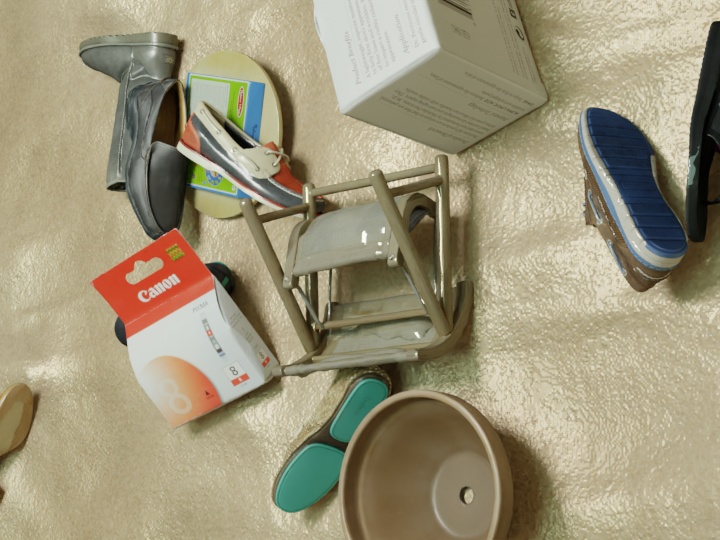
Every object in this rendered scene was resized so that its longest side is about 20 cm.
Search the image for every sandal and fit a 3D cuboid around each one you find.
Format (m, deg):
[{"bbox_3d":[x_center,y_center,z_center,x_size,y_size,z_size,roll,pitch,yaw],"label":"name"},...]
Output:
[{"bbox_3d":[0.323,-0.124,1.280,0.048,0.075,0.202,8,87,24],"label":"sandal"}]

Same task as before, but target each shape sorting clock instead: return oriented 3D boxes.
[{"bbox_3d":[-0.164,-0.164,1.729,0.199,0.039,0.202,0,90,46],"label":"shape sorting clock"}]

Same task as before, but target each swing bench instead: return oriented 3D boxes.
[{"bbox_3d":[0.000,0.000,1.493,0.198,0.129,0.201,-9,96,39],"label":"swing bench"}]

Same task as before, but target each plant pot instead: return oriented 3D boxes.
[{"bbox_3d":[0.081,0.221,1.409,0.200,0.092,0.202,-10,74,40],"label":"plant pot"}]

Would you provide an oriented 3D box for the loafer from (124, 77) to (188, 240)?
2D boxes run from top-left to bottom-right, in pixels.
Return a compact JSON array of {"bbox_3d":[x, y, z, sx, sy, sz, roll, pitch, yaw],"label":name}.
[{"bbox_3d":[-0.240,-0.136,1.730,0.072,0.073,0.201,-17,77,45],"label":"loafer"}]

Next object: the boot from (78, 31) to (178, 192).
[{"bbox_3d":[-0.305,-0.202,1.850,0.181,0.072,0.202,2,90,43],"label":"boot"}]

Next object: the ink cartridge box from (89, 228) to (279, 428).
[{"bbox_3d":[-0.211,0.071,1.648,0.162,0.050,0.200,-28,107,34],"label":"ink cartridge box"}]

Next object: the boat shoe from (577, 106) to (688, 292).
[{"bbox_3d":[0.237,-0.067,1.336,0.073,0.072,0.201,116,152,-44],"label":"boat shoe"}]

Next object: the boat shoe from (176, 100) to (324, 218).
[{"bbox_3d":[-0.120,-0.123,1.635,0.199,0.071,0.063,31,102,19],"label":"boat shoe"}]

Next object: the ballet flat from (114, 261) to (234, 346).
[{"bbox_3d":[-0.233,0.055,1.723,0.199,0.073,0.073,-31,63,30],"label":"ballet flat"}]

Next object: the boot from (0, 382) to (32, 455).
[{"bbox_3d":[-0.527,0.214,1.952,0.144,0.071,0.202,34,109,37],"label":"boot"}]

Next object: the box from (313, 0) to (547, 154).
[{"bbox_3d":[0.063,-0.248,1.442,0.130,0.199,0.200,-28,65,32],"label":"box"}]

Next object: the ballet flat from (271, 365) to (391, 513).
[{"bbox_3d":[-0.033,0.174,1.548,0.200,0.070,0.065,-52,26,18],"label":"ballet flat"}]
